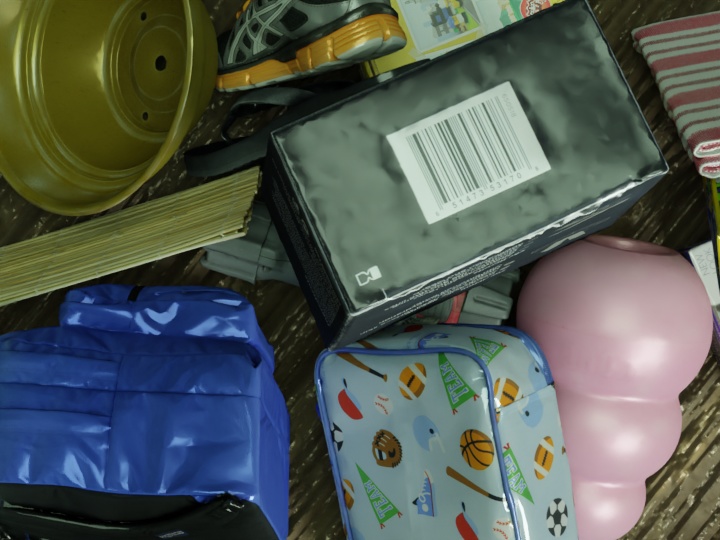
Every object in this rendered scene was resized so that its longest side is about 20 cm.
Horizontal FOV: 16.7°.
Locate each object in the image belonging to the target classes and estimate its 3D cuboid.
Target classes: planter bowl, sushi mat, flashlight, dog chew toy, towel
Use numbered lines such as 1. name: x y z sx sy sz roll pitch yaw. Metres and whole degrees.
1. planter bowl: -0.151 -0.134 1.545 0.200 0.083 0.200 0 90 40
2. sushi mat: -0.156 -0.017 1.532 0.200 0.096 0.012 -16 111 14
3. flashlight: 0.000 0.000 1.577 0.200 0.068 0.068 17 56 4
4. dog chew toy: 0.152 0.081 1.551 0.124 0.125 0.200 9 98 -2
5. towel: 0.259 -0.118 1.538 0.146 0.200 0.030 -9 119 -2

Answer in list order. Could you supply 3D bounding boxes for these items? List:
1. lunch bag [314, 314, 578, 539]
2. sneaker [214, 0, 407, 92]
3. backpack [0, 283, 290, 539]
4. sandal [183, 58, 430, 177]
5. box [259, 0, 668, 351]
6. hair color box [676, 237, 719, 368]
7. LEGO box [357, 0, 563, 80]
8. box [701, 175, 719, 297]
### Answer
1. lunch bag: 0.050 0.123 1.525 0.160 0.076 0.200 -2 103 40
2. sneaker: -0.038 -0.158 1.520 0.078 0.200 0.077 -17 94 -31
3. backpack: -0.150 0.097 1.522 0.200 0.163 0.168 -2 66 6
4. sandal: -0.033 -0.103 1.536 0.200 0.076 0.043 -20 91 39
5. box: 0.052 -0.051 1.425 0.197 0.200 0.117 -24 84 -7
6. hair color box: 0.318 0.000 1.587 0.200 0.065 0.109 -22 89 -1
7. LEGO box: 0.075 -0.141 1.576 0.149 0.077 0.200 -19 88 -3
8. box: 0.249 -0.051 1.516 0.070 0.200 0.064 -4 123 6
